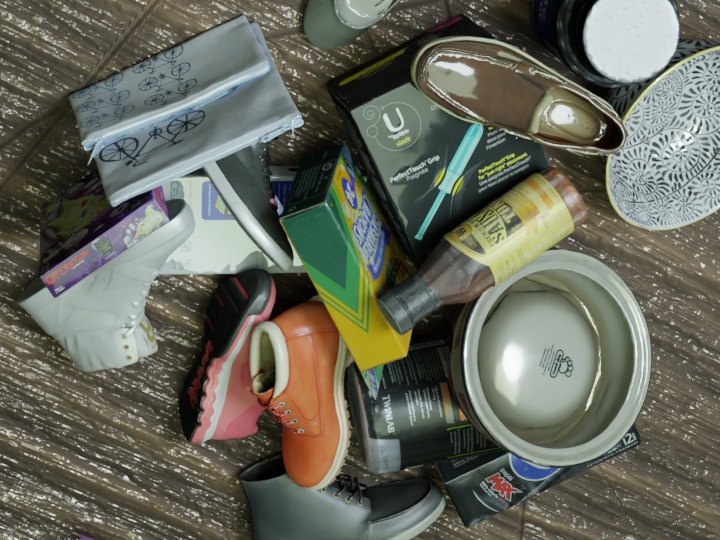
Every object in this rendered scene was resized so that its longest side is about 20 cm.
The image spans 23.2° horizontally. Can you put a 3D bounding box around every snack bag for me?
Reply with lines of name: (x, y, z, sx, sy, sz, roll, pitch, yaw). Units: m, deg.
snack bag: (-0.158, -0.142, 1.536, 0.188, 0.200, 0.021, -23, 127, -1)

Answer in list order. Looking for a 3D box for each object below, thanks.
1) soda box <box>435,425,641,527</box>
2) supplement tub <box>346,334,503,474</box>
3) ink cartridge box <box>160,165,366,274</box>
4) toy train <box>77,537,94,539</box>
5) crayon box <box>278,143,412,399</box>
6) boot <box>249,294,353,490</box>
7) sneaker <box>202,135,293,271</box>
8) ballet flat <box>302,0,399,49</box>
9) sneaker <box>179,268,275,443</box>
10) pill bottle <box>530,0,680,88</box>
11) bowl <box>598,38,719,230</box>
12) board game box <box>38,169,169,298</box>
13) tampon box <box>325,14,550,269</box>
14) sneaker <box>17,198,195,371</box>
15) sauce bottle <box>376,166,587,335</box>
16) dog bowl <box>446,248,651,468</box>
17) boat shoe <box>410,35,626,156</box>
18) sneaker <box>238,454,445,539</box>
soda box: (0.177, 0.179, 1.777, 0.199, 0.071, 0.063, -26, 117, 0)
supplement tub: (0.093, 0.123, 1.716, 0.199, 0.123, 0.123, -10, 111, -7)
ink cartridge box: (-0.095, -0.048, 1.665, 0.199, 0.039, 0.100, 1, 109, -9)
toy train: (-0.280, 0.344, 1.766, 0.200, 0.056, 0.150, 39, 100, -17)
crayon box: (0.000, 0.000, 1.608, 0.051, 0.126, 0.200, -19, 114, 18)
boot: (-0.065, 0.125, 1.662, 0.107, 0.075, 0.201, -19, 119, -44)
sneaker: (-0.092, -0.102, 1.596, 0.099, 0.071, 0.200, -32, 83, -6)
ballet flat: (0.025, -0.276, 1.590, 0.200, 0.064, 0.067, -43, 111, 7)
sneaker: (-0.109, 0.082, 1.695, 0.087, 0.074, 0.201, 7, 123, -27)
pill bottle: (0.221, -0.225, 1.566, 0.111, 0.200, 0.112, -1, 105, -4)
bowl: (0.292, -0.146, 1.656, 0.200, 0.094, 0.201, -18, 132, -21)
board game box: (-0.229, -0.050, 1.551, 0.120, 0.200, 0.032, -30, 111, 1)
tampon box: (0.082, -0.108, 1.627, 0.149, 0.126, 0.200, -26, 111, -3)
sneaker: (-0.209, 0.020, 1.633, 0.200, 0.074, 0.116, -29, 110, 25)
sauce bottle: (0.106, -0.014, 1.547, 0.200, 0.066, 0.066, -36, 113, -11)
dog bowl: (0.168, 0.082, 1.631, 0.199, 0.074, 0.201, 2, 86, -24)
boat shoe: (0.143, -0.150, 1.518, 0.202, 0.075, 0.075, 15, 103, -19)
sneaker: (-0.018, 0.226, 1.758, 0.199, 0.075, 0.107, -17, 111, -3)
